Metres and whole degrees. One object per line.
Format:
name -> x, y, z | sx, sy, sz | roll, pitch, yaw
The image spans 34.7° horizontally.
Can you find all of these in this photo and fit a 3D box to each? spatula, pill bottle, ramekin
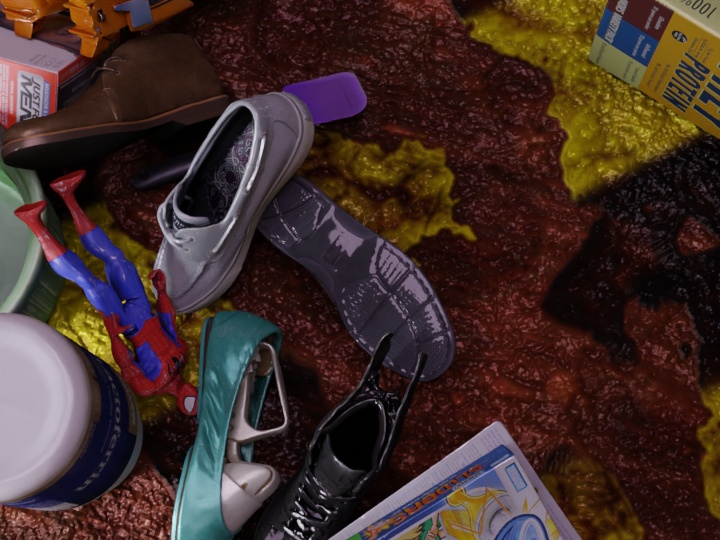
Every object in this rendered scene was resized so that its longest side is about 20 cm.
spatula -> -0.090, -0.107, 0.919 | 0.200, 0.021, 0.057 | -25, 49, 1
pill bottle -> -0.216, 0.103, 0.779 | 0.116, 0.200, 0.116 | -1, 76, 2
ramekin -> -0.321, -0.014, 0.869 | 0.200, 0.098, 0.200 | -1, 75, 3

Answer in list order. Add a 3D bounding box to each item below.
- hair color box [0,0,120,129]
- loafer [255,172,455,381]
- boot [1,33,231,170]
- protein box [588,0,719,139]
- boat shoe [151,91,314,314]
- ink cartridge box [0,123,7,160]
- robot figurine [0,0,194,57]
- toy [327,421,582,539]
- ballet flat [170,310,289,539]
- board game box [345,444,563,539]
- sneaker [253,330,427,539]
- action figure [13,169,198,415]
hair color box -> -0.304, -0.170, 0.900 | 0.200, 0.111, 0.064 | 17, 121, 6
loafer -> 0.000, 0.000, 0.870 | 0.200, 0.063, 0.072 | 45, 98, 10
boot -> -0.186, -0.125, 0.853 | 0.200, 0.074, 0.075 | -25, 96, -45
protein box -> 0.317, -0.212, 0.870 | 0.199, 0.135, 0.200 | 34, 79, 10
boat shoe -> -0.111, -0.048, 0.836 | 0.070, 0.071, 0.201 | 48, 119, 24
ink cartridge box -> -0.327, -0.041, 0.768 | 0.050, 0.109, 0.200 | 34, 79, 10
robot figurine -> -0.173, -0.234, 0.897 | 0.145, 0.058, 0.200 | 21, 41, 29
toy -> 0.043, 0.205, 0.811 | 0.200, 0.047, 0.115 | -35, 98, -5
ballet flat -> -0.089, 0.125, 0.832 | 0.070, 0.067, 0.200 | 1, 73, 17
board game box -> 0.091, 0.238, 0.778 | 0.135, 0.034, 0.200 | -31, 97, -5
sneaker -> -0.019, 0.141, 0.808 | 0.060, 0.104, 0.200 | 33, 79, 10
action figure -> -0.169, 0.026, 0.835 | 0.052, 0.200, 0.065 | -9, 29, 38
